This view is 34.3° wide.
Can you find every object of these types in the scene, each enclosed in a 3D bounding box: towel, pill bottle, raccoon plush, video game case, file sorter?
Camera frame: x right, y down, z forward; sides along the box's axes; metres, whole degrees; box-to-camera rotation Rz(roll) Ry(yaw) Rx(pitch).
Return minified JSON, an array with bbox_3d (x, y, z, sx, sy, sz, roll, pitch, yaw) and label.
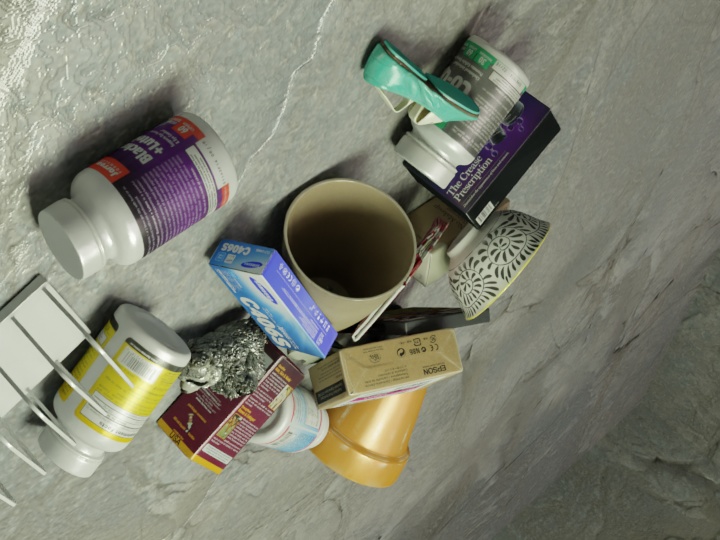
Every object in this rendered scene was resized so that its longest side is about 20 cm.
[{"bbox_3d":[0.058,0.011,1.758,0.144,0.023,0.200,-52,180,36],"label":"towel"},{"bbox_3d":[-0.123,0.232,1.864,0.109,0.108,0.200,-50,155,1],"label":"pill bottle"},{"bbox_3d":[-0.308,0.151,1.442,0.201,0.111,0.111,-52,155,5],"label":"pill bottle"},{"bbox_3d":[-0.239,-0.076,1.248,0.199,0.111,0.112,-36,152,-29],"label":"pill bottle"},{"bbox_3d":[-0.193,0.084,1.621,0.134,0.095,0.203,47,54,-52],"label":"raccoon plush"},{"bbox_3d":[0.144,-0.226,1.686,0.201,0.113,0.113,-54,155,5],"label":"pill bottle"},{"bbox_3d":[0.082,0.083,1.914,0.198,0.179,0.026,-7,94,-42],"label":"video game case"},{"bbox_3d":[-0.371,0.139,1.305,0.200,0.124,0.139,-45,155,-13],"label":"file sorter"}]

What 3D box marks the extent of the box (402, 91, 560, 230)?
[{"bbox_3d":[0.183,-0.188,1.769,0.201,0.141,0.079,-51,150,0],"label":"box"}]

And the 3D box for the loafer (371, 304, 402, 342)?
[{"bbox_3d":[0.041,0.161,2.086,0.072,0.072,0.202,-19,141,-50],"label":"loafer"}]

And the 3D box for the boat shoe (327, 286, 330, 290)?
[{"bbox_3d":[0.000,0.000,1.800,0.200,0.072,0.060,-45,159,-24],"label":"boat shoe"}]

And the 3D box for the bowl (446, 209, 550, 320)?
[{"bbox_3d":[0.196,-0.029,1.824,0.201,0.094,0.201,-49,-177,3],"label":"bowl"}]

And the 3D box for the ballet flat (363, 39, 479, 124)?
[{"bbox_3d":[0.076,-0.238,1.569,0.199,0.068,0.070,26,116,-40],"label":"ballet flat"}]

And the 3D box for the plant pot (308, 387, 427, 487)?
[{"bbox_3d":[0.020,0.237,2.008,0.199,0.200,0.185,0,123,-59],"label":"plant pot"}]

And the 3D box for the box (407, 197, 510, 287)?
[{"bbox_3d":[0.146,-0.068,1.929,0.199,0.095,0.078,-35,149,-33],"label":"box"}]

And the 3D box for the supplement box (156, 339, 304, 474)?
[{"bbox_3d":[-0.188,0.189,1.723,0.200,0.085,0.110,-48,155,-5],"label":"supplement box"}]

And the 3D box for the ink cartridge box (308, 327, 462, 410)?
[{"bbox_3d":[0.038,0.156,1.832,0.197,0.076,0.165,-10,168,-21],"label":"ink cartridge box"}]

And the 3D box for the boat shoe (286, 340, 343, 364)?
[{"bbox_3d":[-0.071,0.108,1.827,0.072,0.063,0.200,-15,168,12],"label":"boat shoe"}]

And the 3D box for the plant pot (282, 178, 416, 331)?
[{"bbox_3d":[-0.036,0.005,1.652,0.186,0.188,0.201,-35,165,-30],"label":"plant pot"}]

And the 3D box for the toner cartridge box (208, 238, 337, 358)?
[{"bbox_3d":[-0.114,0.040,1.562,0.044,0.094,0.201,-62,141,-24],"label":"toner cartridge box"}]
